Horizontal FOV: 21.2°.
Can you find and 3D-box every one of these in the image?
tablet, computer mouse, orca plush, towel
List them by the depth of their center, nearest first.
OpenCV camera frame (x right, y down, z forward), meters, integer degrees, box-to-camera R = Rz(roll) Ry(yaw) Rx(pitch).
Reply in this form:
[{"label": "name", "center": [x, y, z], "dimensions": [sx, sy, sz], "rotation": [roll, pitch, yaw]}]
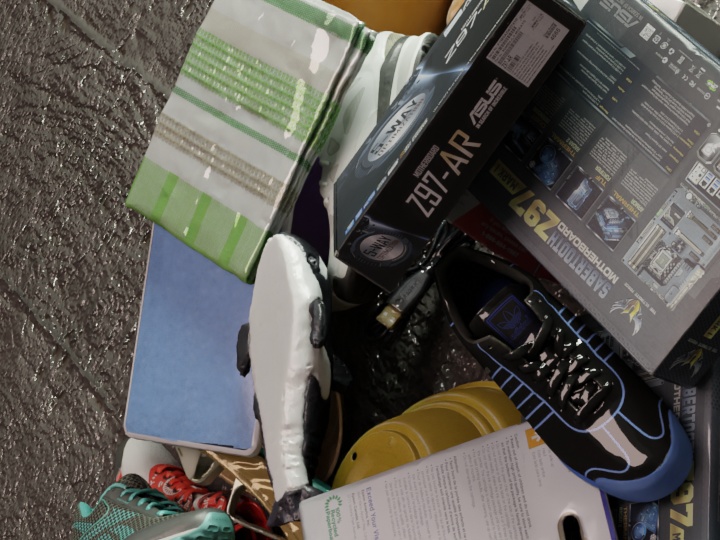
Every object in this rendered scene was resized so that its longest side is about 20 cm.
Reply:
[{"label": "orca plush", "center": [-0.026, 0.074, 1.299], "dimensions": [0.105, 0.071, 0.201], "rotation": [-46, 46, 41]}, {"label": "towel", "center": [-0.079, -0.107, 1.369], "dimensions": [0.149, 0.031, 0.201], "rotation": [32, 101, 39]}, {"label": "tablet", "center": [-0.109, 0.028, 1.385], "dimensions": [0.130, 0.014, 0.201], "rotation": [5, 84, 36]}, {"label": "computer mouse", "center": [0.000, 0.000, 1.439], "dimensions": [0.200, 0.044, 0.110], "rotation": [15, 68, 56]}]

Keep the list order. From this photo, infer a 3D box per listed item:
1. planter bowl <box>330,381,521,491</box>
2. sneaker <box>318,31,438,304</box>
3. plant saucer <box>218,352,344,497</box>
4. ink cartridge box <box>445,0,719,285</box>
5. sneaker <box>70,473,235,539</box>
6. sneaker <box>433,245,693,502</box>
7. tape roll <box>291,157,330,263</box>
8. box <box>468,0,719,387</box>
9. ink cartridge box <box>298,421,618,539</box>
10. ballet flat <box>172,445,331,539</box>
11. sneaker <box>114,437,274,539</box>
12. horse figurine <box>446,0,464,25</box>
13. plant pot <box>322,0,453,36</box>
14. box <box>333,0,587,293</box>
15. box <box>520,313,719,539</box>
[{"label": "planter bowl", "center": [0.037, 0.160, 1.283], "dimensions": [0.200, 0.083, 0.201], "rotation": [-27, 52, 41]}, {"label": "sneaker", "center": [-0.013, -0.077, 1.373], "dimensions": [0.115, 0.076, 0.202], "rotation": [9, 76, 27]}, {"label": "plant saucer", "center": [-0.079, 0.076, 1.442], "dimensions": [0.200, 0.035, 0.201], "rotation": [21, 123, 35]}, {"label": "ink cartridge box", "center": [0.130, -0.109, 1.273], "dimensions": [0.147, 0.083, 0.201], "rotation": [35, 101, 35]}, {"label": "sneaker", "center": [-0.164, 0.191, 1.423], "dimensions": [0.200, 0.077, 0.092], "rotation": [-25, 59, 45]}, {"label": "sneaker", "center": [0.112, 0.058, 1.135], "dimensions": [0.070, 0.078, 0.200], "rotation": [-47, 49, -2]}, {"label": "tape roll", "center": [-0.064, -0.077, 1.498], "dimensions": [0.200, 0.066, 0.201], "rotation": [-31, 36, 26]}, {"label": "box", "center": [0.169, -0.054, 1.134], "dimensions": [0.158, 0.051, 0.200], "rotation": [-53, 51, 14]}, {"label": "ink cartridge box", "center": [0.069, 0.200, 1.151], "dimensions": [0.199, 0.043, 0.197], "rotation": [-21, 54, 16]}, {"label": "ballet flat", "center": [-0.093, 0.145, 1.407], "dimensions": [0.200, 0.069, 0.063], "rotation": [34, 92, 25]}, {"label": "sneaker", "center": [-0.123, 0.186, 1.483], "dimensions": [0.108, 0.067, 0.202], "rotation": [-48, 45, 30]}, {"label": "horse figurine", "center": [0.101, -0.166, 1.394], "dimensions": [0.132, 0.050, 0.201], "rotation": [-14, 68, 44]}, {"label": "plant pot", "center": [0.009, -0.258, 1.457], "dimensions": [0.200, 0.199, 0.184], "rotation": [17, 102, 53]}, {"label": "box", "center": [0.056, -0.099, 1.185], "dimensions": [0.200, 0.043, 0.160], "rotation": [-54, 11, 15]}, {"label": "box", "center": [0.166, 0.118, 1.167], "dimensions": [0.157, 0.051, 0.201], "rotation": [-20, 57, 45]}]
